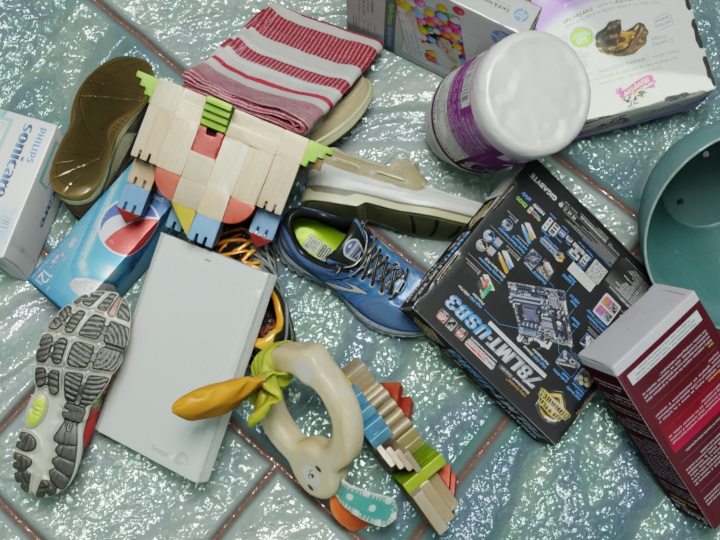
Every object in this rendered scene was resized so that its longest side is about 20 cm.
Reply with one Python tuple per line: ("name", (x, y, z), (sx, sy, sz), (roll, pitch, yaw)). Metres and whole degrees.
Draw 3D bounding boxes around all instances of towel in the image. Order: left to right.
("towel", (-0.074, -0.215, 0.954), (0.142, 0.023, 0.201), (22, 43, 12))

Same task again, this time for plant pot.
("plant pot", (0.359, -0.062, 0.902), (0.197, 0.135, 0.203), (0, 115, 1))

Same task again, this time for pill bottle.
("pill bottle", (0.131, -0.154, 0.898), (0.111, 0.200, 0.114), (0, 90, -14))

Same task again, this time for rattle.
("rattle", (-0.060, 0.174, 0.817), (0.129, 0.143, 0.203), (-8, 103, 27))

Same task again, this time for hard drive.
("hard drive", (-0.168, 0.080, 0.878), (0.131, 0.026, 0.203), (19, 90, 25))

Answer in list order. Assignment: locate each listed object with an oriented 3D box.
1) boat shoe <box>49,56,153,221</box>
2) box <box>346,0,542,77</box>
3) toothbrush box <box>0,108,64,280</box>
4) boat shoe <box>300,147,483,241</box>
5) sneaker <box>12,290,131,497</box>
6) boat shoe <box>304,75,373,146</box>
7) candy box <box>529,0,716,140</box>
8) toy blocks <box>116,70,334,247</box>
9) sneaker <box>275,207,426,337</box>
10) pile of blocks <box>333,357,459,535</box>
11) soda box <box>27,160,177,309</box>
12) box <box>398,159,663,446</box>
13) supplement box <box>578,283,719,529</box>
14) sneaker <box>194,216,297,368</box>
("boat shoe", (-0.269, -0.140, 0.968), (0.072, 0.065, 0.202), (15, 56, 3))
("box", (0.079, -0.260, 0.959), (0.198, 0.156, 0.042), (27, 77, 6))
("toothbrush box", (-0.413, -0.094, 0.943), (0.197, 0.085, 0.148), (18, 74, 3))
("boat shoe", (0.041, -0.080, 0.949), (0.197, 0.075, 0.069), (12, 72, -2))
("sneaker", (-0.276, 0.113, 0.882), (0.076, 0.085, 0.202), (22, 85, -6))
("boat shoe", (-0.074, -0.158, 0.959), (0.199, 0.065, 0.072), (-34, 38, -12))
("candy box", (0.261, -0.254, 0.984), (0.165, 0.072, 0.203), (-14, 82, 0))
("toy blocks", (-0.141, -0.086, 0.874), (0.198, 0.100, 0.138), (21, 92, -5))
("sneaker", (0.000, 0.000, 0.917), (0.198, 0.089, 0.079), (27, 76, 7))
("pile of blocks", (0.034, 0.150, 0.878), (0.062, 0.082, 0.201), (-37, 77, -10))
("soda box", (-0.238, -0.039, 0.937), (0.064, 0.068, 0.201), (36, 77, 10))
("box", (0.172, 0.030, 0.904), (0.200, 0.050, 0.199), (42, 78, -8))
("supplement box", (0.301, 0.125, 0.855), (0.108, 0.061, 0.201), (-38, 106, -11))
("sneaker", (-0.114, 0.005, 0.922), (0.077, 0.077, 0.202), (-25, 74, -6))
